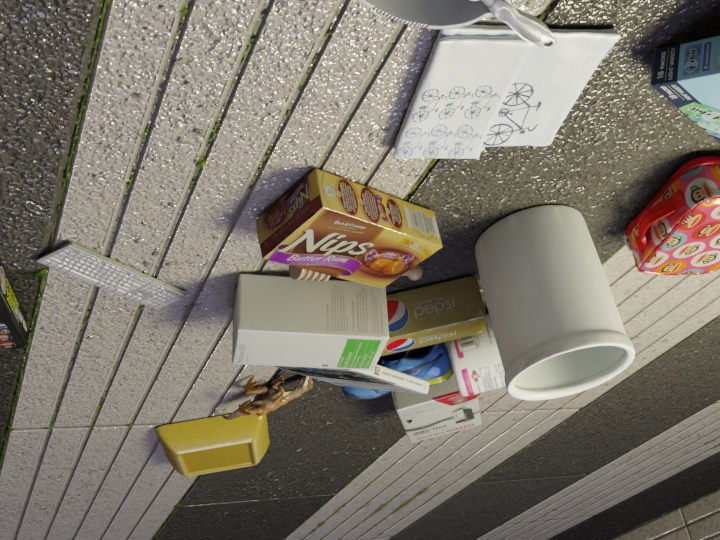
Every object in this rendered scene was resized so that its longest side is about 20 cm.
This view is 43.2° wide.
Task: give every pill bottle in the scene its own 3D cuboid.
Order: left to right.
[{"bbox_3d":[0.236,0.116,1.414,0.196,0.115,0.114,-16,153,7],"label":"pill bottle"}]

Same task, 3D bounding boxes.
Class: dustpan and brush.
[{"bbox_3d":[0.095,-0.238,0.756,0.197,0.058,0.139,13,143,-39],"label":"dustpan and brush"}]

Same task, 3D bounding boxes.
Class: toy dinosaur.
[{"bbox_3d":[-0.170,0.223,1.500,0.197,0.062,0.106,-21,153,16],"label":"toy dinosaur"}]

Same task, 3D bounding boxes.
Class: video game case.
[{"bbox_3d":[-0.024,0.153,1.377,0.197,0.024,0.180,0,164,43],"label":"video game case"}]

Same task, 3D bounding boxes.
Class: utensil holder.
[{"bbox_3d":[0.247,0.042,1.187,0.166,0.204,0.171,-9,153,-5],"label":"utensil holder"}]

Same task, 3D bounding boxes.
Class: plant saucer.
[{"bbox_3d":[-0.263,0.324,1.660,0.195,0.049,0.201,-9,151,-8],"label":"plant saucer"}]

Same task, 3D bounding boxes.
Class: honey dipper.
[{"bbox_3d":[0.000,0.000,1.185,0.196,0.039,0.038,5,148,-33],"label":"honey dipper"}]

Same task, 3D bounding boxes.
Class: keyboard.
[{"bbox_3d":[-0.297,0.011,1.107,0.056,0.011,0.199,-26,149,23],"label":"keyboard"}]

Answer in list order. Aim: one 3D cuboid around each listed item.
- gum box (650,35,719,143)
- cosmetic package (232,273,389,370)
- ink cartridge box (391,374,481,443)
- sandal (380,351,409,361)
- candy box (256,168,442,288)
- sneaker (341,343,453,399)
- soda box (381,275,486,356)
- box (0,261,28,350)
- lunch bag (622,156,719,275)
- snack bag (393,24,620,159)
[{"bbox_3d":[0.421,-0.188,0.910,0.168,0.046,0.198,20,165,-41],"label":"gum box"},{"bbox_3d":[-0.069,0.070,1.202,0.195,0.087,0.108,2,150,-10],"label":"cosmetic package"},{"bbox_3d":[0.134,0.222,1.599,0.144,0.084,0.201,-15,152,4],"label":"ink cartridge box"},{"bbox_3d":[0.036,0.120,1.407,0.198,0.049,0.075,-27,149,27],"label":"sandal"},{"bbox_3d":[-0.011,-0.044,1.077,0.198,0.058,0.116,14,143,-43],"label":"candy box"},{"bbox_3d":[0.051,0.152,1.476,0.196,0.067,0.079,-15,122,23],"label":"sneaker"},{"bbox_3d":[0.080,0.070,1.311,0.195,0.069,0.064,-13,154,1],"label":"soda box"},{"bbox_3d":[-0.503,0.050,1.056,0.195,0.045,0.161,-7,152,-12],"label":"box"},{"bbox_3d":[0.442,-0.066,1.197,0.172,0.083,0.201,-3,151,-17],"label":"lunch bag"},{"bbox_3d":[0.145,-0.177,0.934,0.195,0.022,0.190,-4,150,-17],"label":"snack bag"}]
